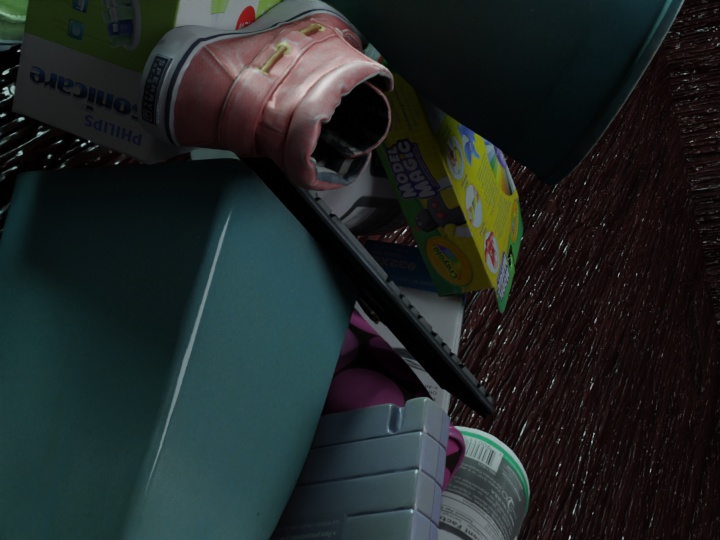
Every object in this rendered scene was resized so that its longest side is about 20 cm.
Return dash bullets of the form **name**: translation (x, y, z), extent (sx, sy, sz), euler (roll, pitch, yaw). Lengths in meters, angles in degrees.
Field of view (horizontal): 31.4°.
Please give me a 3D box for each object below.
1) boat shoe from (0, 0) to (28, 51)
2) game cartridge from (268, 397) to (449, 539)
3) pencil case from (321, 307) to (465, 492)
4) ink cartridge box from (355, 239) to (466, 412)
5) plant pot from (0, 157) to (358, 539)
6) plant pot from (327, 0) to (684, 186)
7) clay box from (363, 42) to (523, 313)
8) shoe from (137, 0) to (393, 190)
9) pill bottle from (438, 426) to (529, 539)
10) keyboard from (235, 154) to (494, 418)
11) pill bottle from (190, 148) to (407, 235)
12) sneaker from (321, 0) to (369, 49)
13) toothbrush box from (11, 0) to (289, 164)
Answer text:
- **boat shoe**: translation (-0.161, -0.161, 0.677), extent (0.200, 0.062, 0.073), euler (-40, 119, -63)
- **game cartridge**: translation (-0.049, 0.143, 0.670), extent (0.038, 0.199, 0.130), euler (40, 46, -44)
- **pencil case**: translation (-0.021, 0.069, 0.780), extent (0.090, 0.200, 0.094), euler (6, 121, -39)
- **ink cartridge box**: translation (0.020, 0.101, 0.916), extent (0.201, 0.083, 0.146), euler (-76, 175, -45)
- **plant pot**: translation (-0.107, 0.070, 0.642), extent (0.141, 0.140, 0.201), euler (48, 47, -52)
- **plant pot**: translation (0.077, -0.182, 0.743), extent (0.201, 0.187, 0.200), euler (-62, -177, 5)
- **clay box**: translation (0.060, -0.075, 0.888), extent (0.115, 0.047, 0.201), euler (-67, 141, -50)
- **shoe**: translation (-0.022, -0.086, 0.634), extent (0.200, 0.090, 0.072), euler (-32, 142, -64)
- **pill bottle**: translation (0.060, 0.222, 1.006), extent (0.200, 0.112, 0.114), euler (-55, 133, -56)
- **keyboard**: translation (0.000, 0.000, 0.726), extent (0.200, 0.021, 0.127), euler (50, -8, -23)
- **pill bottle**: translation (-0.028, -0.082, 0.894), extent (0.200, 0.113, 0.115), euler (-1, 84, -66)
- **sneaker**: translation (-0.031, -0.188, 0.883), extent (0.200, 0.073, 0.080), euler (-25, 113, -58)
- **toothbrush box**: translation (-0.085, -0.170, 0.642), extent (0.146, 0.086, 0.201), euler (-32, 141, -64)
